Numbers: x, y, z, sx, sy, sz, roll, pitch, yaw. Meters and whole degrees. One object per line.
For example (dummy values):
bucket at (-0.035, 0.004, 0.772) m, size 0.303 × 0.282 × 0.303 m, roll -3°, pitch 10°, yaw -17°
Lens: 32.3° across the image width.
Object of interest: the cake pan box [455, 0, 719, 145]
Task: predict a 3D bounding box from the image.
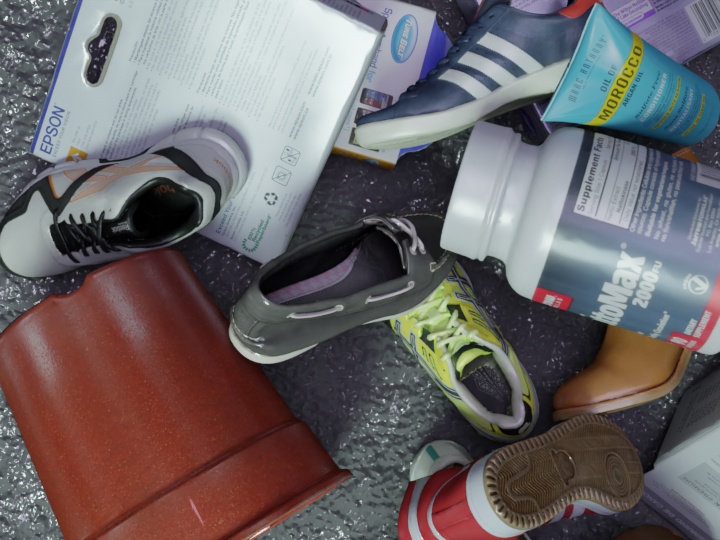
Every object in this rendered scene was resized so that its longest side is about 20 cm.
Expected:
cake pan box at (0.176, -0.221, 0.938) m, size 0.199 × 0.052 × 0.185 m, roll -31°, pitch 91°, yaw -5°

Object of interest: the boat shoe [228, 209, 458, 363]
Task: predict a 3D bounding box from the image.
boat shoe at (0.000, 0.000, 0.832) m, size 0.199 × 0.057 × 0.067 m, roll -27°, pitch 64°, yaw -34°

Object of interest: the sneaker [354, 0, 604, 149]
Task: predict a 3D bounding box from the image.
sneaker at (0.082, -0.149, 0.874) m, size 0.198 × 0.075 × 0.085 m, roll -21°, pitch 92°, yaw -5°

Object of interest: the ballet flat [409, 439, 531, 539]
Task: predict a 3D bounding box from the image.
ballet flat at (0.104, 0.212, 0.899) m, size 0.069 × 0.069 × 0.201 m, roll -35°, pitch 90°, yaw -5°

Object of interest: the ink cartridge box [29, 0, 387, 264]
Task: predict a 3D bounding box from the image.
ink cartridge box at (-0.109, -0.128, 0.868) m, size 0.199 × 0.043 × 0.197 m, roll 26°, pitch 117°, yaw -3°

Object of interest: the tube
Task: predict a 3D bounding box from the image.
tube at (0.185, -0.124, 0.843) m, size 0.050 × 0.199 × 0.078 m, roll 29°, pitch 104°, yaw 34°

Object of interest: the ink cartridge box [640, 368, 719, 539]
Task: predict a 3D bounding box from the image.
ink cartridge box at (0.322, 0.158, 0.894) m, size 0.199 × 0.176 × 0.084 m, roll 39°, pitch 54°, yaw -2°

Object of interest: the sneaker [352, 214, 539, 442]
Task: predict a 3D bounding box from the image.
sneaker at (0.064, 0.037, 0.900) m, size 0.075 × 0.076 × 0.200 m, roll -42°, pitch 88°, yaw -4°

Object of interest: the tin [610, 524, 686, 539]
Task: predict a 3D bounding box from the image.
tin at (0.175, 0.272, 0.890) m, size 0.200 × 0.042 × 0.112 m, roll -50°, pitch 128°, yaw -6°

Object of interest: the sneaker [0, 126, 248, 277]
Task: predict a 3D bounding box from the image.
sneaker at (-0.177, -0.040, 0.857) m, size 0.199 × 0.080 × 0.074 m, roll -21°, pitch 113°, yaw 20°

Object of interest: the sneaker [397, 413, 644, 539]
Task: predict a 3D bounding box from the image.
sneaker at (0.107, 0.154, 0.853) m, size 0.112 × 0.199 × 0.072 m, roll -33°, pitch 69°, yaw 37°

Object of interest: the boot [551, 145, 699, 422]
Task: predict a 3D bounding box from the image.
boot at (0.200, 0.011, 0.913) m, size 0.199 × 0.077 × 0.156 m, roll -27°, pitch 88°, yaw -3°

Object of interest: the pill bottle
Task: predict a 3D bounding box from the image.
pill bottle at (0.160, -0.028, 0.833) m, size 0.198 × 0.120 × 0.121 m, roll 17°, pitch 85°, yaw 7°

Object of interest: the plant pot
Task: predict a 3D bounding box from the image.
plant pot at (-0.139, 0.105, 0.833) m, size 0.200 × 0.201 × 0.196 m, roll -31°, pitch 81°, yaw -5°

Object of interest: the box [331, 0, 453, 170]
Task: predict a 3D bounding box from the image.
box at (-0.032, -0.153, 0.923) m, size 0.198 × 0.041 × 0.120 m, roll 16°, pitch 86°, yaw -5°
